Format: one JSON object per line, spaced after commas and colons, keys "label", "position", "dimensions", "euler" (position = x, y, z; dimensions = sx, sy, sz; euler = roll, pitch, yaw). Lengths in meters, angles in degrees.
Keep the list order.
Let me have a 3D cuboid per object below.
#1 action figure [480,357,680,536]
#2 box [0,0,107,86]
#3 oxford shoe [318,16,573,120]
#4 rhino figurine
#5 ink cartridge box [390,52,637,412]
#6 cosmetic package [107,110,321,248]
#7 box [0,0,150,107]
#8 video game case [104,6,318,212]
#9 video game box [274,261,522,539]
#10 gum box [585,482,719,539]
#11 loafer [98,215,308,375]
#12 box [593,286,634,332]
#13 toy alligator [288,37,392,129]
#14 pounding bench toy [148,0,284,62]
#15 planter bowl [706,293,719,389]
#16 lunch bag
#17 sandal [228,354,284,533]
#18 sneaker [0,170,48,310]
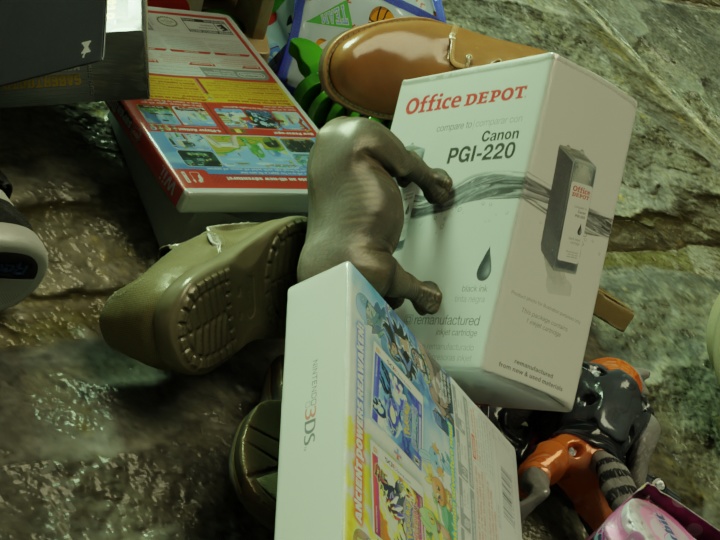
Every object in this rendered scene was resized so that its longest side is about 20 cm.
{"label": "action figure", "position": [0.170, 0.132, 1.024], "dimensions": [0.200, 0.105, 0.194], "euler": [31, 37, -11]}
{"label": "box", "position": [-0.261, -0.164, 0.819], "dimensions": [0.182, 0.104, 0.200], "euler": [27, 33, 30]}
{"label": "oxford shoe", "position": [0.070, -0.135, 1.079], "dimensions": [0.200, 0.071, 0.071], "euler": [0, 8, -24]}
{"label": "rhino figurine", "position": [0.000, 0.000, 0.919], "dimensions": [0.087, 0.060, 0.200], "euler": [25, 59, -36]}
{"label": "ink cartridge box", "position": [0.076, -0.022, 0.982], "dimensions": [0.085, 0.146, 0.200], "euler": [25, 73, -35]}
{"label": "cosmetic package", "position": [-0.058, -0.049, 1.070], "dimensions": [0.200, 0.052, 0.151], "euler": [17, 30, -37]}
{"label": "box", "position": [-0.211, -0.170, 0.982], "dimensions": [0.158, 0.048, 0.200], "euler": [-4, 37, -6]}
{"label": "video game case", "position": [-0.100, -0.107, 1.026], "dimensions": [0.143, 0.017, 0.200], "euler": [-2, 43, -41]}
{"label": "video game box", "position": [0.025, 0.125, 0.803], "dimensions": [0.182, 0.047, 0.200], "euler": [51, 26, -37]}
{"label": "gum box", "position": [0.194, 0.218, 0.898], "dimensions": [0.200, 0.114, 0.066], "euler": [35, 26, -8]}
{"label": "loafer", "position": [-0.081, 0.008, 0.913], "dimensions": [0.067, 0.076, 0.200], "euler": [7, 10, 21]}
{"label": "box", "position": [0.101, -0.027, 1.215], "dimensions": [0.200, 0.021, 0.163], "euler": [30, 5, -15]}
{"label": "toy alligator", "position": [0.018, -0.101, 1.132], "dimensions": [0.200, 0.059, 0.054], "euler": [35, 57, 14]}
{"label": "pounding bench toy", "position": [-0.087, -0.234, 1.166], "dimensions": [0.200, 0.156, 0.124], "euler": [5, 38, -17]}
{"label": "planter bowl", "position": [0.373, 0.064, 1.318], "dimensions": [0.200, 0.200, 0.135], "euler": [25, 2, -26]}
{"label": "lunch bag", "position": [-0.015, -0.197, 1.291], "dimensions": [0.170, 0.124, 0.200], "euler": [20, 47, -33]}
{"label": "sandal", "position": [-0.042, 0.101, 0.861], "dimensions": [0.082, 0.055, 0.200], "euler": [40, 11, -12]}
{"label": "sneaker", "position": [-0.258, -0.040, 0.790], "dimensions": [0.200, 0.073, 0.112], "euler": [17, 29, -52]}
